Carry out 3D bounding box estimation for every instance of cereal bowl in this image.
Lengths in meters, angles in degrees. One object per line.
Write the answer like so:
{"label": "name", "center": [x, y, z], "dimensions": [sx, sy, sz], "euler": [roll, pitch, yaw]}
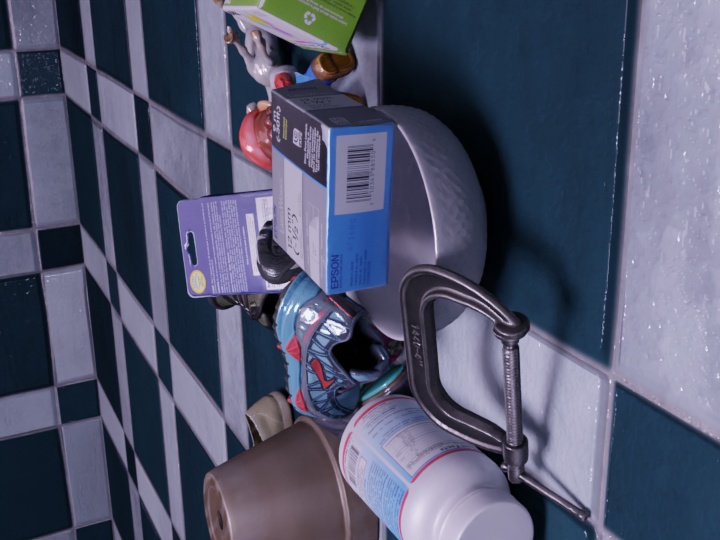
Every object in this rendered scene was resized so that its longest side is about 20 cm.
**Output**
{"label": "cereal bowl", "center": [0.052, -0.045, 0.855], "dimensions": [0.200, 0.082, 0.203], "euler": [-145, 51, -58]}

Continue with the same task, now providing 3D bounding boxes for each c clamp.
{"label": "c clamp", "center": [0.101, 0.087, 0.768], "dimensions": [0.169, 0.027, 0.202], "euler": [19, 134, 41]}

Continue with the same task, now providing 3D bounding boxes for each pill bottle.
{"label": "pill bottle", "center": [0.067, 0.198, 0.883], "dimensions": [0.200, 0.107, 0.111], "euler": [34, 129, 58]}

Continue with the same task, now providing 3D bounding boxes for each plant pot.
{"label": "plant pot", "center": [-0.096, 0.286, 1.204], "dimensions": [0.199, 0.171, 0.203], "euler": [171, 90, -67]}

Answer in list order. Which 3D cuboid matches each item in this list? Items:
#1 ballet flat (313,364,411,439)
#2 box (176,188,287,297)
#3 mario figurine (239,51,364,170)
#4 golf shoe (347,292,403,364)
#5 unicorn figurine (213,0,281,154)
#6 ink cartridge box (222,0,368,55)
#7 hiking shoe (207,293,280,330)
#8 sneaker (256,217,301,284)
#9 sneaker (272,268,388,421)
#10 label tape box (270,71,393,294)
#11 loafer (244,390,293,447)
{"label": "ballet flat", "center": [0.014, 0.149, 1.048], "dimensions": [0.199, 0.072, 0.074], "euler": [-30, 72, 58]}
{"label": "box", "center": [-0.119, -0.034, 1.152], "dimensions": [0.032, 0.197, 0.123], "euler": [-27, -68, -68]}
{"label": "mario figurine", "center": [-0.056, -0.174, 1.091], "dimensions": [0.199, 0.105, 0.125], "euler": [-22, 42, 55]}
{"label": "golf shoe", "center": [0.000, 0.000, 1.005], "dimensions": [0.091, 0.074, 0.203], "euler": [-138, 45, -59]}
{"label": "unicorn figurine", "center": [-0.125, -0.263, 1.173], "dimensions": [0.137, 0.073, 0.203], "euler": [47, -136, -65]}
{"label": "ink cartridge box", "center": [-0.106, -0.288, 0.951], "dimensions": [0.077, 0.198, 0.148], "euler": [-67, 24, 6]}
{"label": "hiking shoe", "center": [-0.136, 0.032, 1.239], "dimensions": [0.199, 0.075, 0.102], "euler": [-28, 70, 50]}
{"label": "sneaker", "center": [-0.049, -0.021, 1.012], "dimensions": [0.073, 0.200, 0.086], "euler": [10, 116, 17]}
{"label": "sneaker", "center": [-0.020, 0.089, 0.906], "dimensions": [0.095, 0.080, 0.201], "euler": [22, 150, 25]}
{"label": "label tape box", "center": [-0.042, -0.085, 0.874], "dimensions": [0.200, 0.065, 0.145], "euler": [39, 134, 54]}
{"label": "loafer", "center": [-0.127, 0.275, 1.392], "dimensions": [0.075, 0.067, 0.203], "euler": [-1, 98, 66]}
